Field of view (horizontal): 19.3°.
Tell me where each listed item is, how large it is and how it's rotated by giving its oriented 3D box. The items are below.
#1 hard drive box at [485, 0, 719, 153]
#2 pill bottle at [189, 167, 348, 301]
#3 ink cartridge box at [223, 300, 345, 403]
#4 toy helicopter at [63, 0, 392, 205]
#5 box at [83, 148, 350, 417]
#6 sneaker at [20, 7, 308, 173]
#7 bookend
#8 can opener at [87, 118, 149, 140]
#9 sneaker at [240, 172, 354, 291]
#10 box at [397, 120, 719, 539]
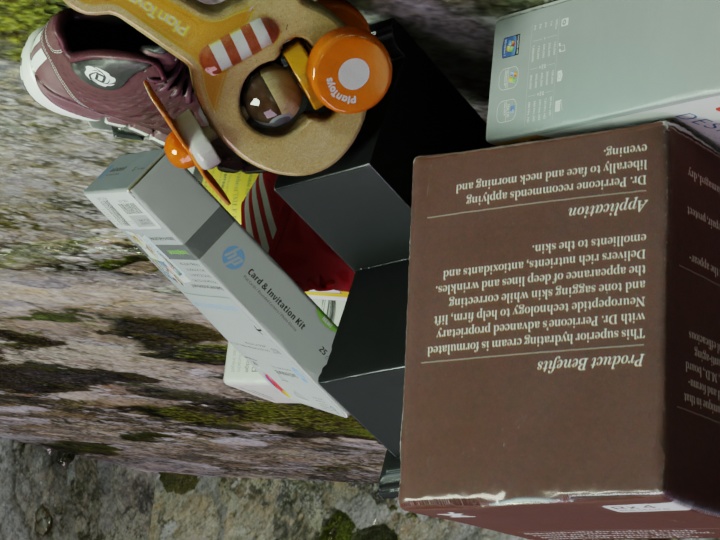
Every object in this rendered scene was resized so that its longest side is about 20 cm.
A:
[{"bbox_3d":[0.191,-0.103,1.167,0.155,0.078,0.199,14,166,-34],"label":"hard drive box"},{"bbox_3d":[-0.029,-0.034,1.534,0.198,0.113,0.111,4,168,15],"label":"pill bottle"},{"bbox_3d":[-0.005,0.033,1.761,0.198,0.148,0.084,-3,164,34],"label":"ink cartridge box"},{"bbox_3d":[-0.088,-0.118,1.171,0.199,0.133,0.079,30,-167,-21],"label":"toy helicopter"},{"bbox_3d":[-0.084,0.007,1.364,0.200,0.041,0.156,48,169,-12],"label":"box"},{"bbox_3d":[-0.103,-0.116,1.281,0.198,0.076,0.115,10,165,-14],"label":"sneaker"},{"bbox_3d":[0.019,-0.003,1.264,0.092,0.201,0.199,-12,137,38],"label":"bookend"},{"bbox_3d":[-0.085,-0.111,1.391,0.198,0.054,0.067,7,-159,-3],"label":"can opener"},{"bbox_3d":[0.000,0.000,1.446,0.116,0.200,0.078,-49,166,30],"label":"sneaker"},{"bbox_3d":[0.133,0.041,1.177,0.165,0.202,0.164,-5,165,33],"label":"box"}]
